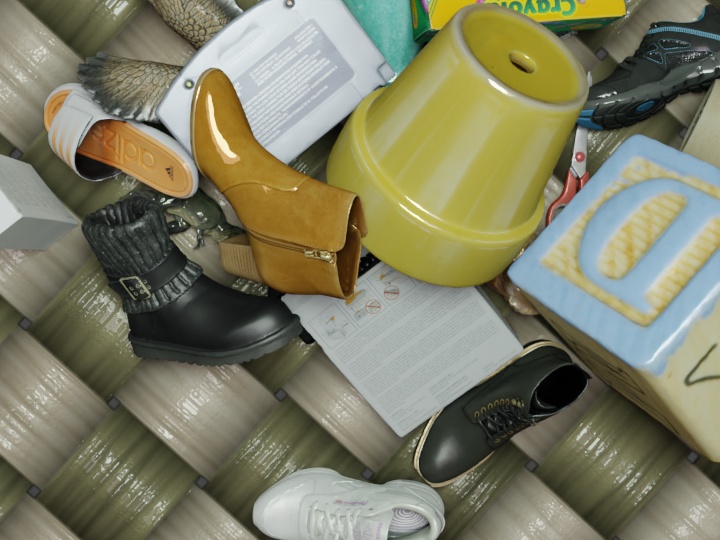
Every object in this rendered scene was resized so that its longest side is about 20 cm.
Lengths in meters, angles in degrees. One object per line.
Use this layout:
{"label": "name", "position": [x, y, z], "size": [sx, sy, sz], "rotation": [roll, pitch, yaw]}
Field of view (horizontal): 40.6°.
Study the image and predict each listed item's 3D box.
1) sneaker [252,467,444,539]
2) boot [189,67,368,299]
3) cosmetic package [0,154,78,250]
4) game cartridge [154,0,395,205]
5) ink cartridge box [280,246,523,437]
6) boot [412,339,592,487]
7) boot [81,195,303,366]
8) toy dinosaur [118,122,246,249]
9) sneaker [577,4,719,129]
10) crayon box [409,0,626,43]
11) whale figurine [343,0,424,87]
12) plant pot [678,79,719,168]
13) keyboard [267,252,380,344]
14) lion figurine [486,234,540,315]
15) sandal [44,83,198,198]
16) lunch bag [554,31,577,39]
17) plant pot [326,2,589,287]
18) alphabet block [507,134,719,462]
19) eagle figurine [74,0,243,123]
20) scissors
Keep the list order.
{"label": "sneaker", "position": [-0.011, 0.246, 0.990], "size": [0.200, 0.100, 0.075], "rotation": [-1, 93, -1]}
{"label": "boot", "position": [-0.065, -0.075, 0.836], "size": [0.144, 0.071, 0.201], "rotation": [6, 115, 30]}
{"label": "cosmetic package", "position": [-0.333, -0.064, 0.919], "size": [0.051, 0.200, 0.083], "rotation": [-40, 92, -2]}
{"label": "game cartridge", "position": [-0.083, -0.172, 0.902], "size": [0.200, 0.041, 0.133], "rotation": [-39, 109, -1]}
{"label": "ink cartridge box", "position": [0.042, 0.049, 0.978], "size": [0.162, 0.050, 0.200], "rotation": [-37, 106, 9]}
{"label": "boot", "position": [0.137, 0.148, 0.974], "size": [0.077, 0.138, 0.200], "rotation": [44, 90, -3]}
{"label": "boot", "position": [-0.166, 0.007, 0.933], "size": [0.211, 0.079, 0.158], "rotation": [-2, 114, 27]}
{"label": "toy dinosaur", "position": [-0.197, -0.067, 1.006], "size": [0.088, 0.047, 0.200], "rotation": [-40, 88, -4]}
{"label": "sneaker", "position": [0.303, -0.209, 1.016], "size": [0.200, 0.073, 0.082], "rotation": [-21, 77, -8]}
{"label": "crayon box", "position": [0.144, -0.286, 0.921], "size": [0.200, 0.058, 0.119], "rotation": [-8, 93, -13]}
{"label": "whale figurine", "position": [0.029, -0.263, 0.977], "size": [0.159, 0.104, 0.200], "rotation": [-1, 89, -3]}
{"label": "plant pot", "position": [0.428, -0.109, 0.973], "size": [0.200, 0.187, 0.188], "rotation": [25, 90, 10]}
{"label": "keyboard", "position": [0.000, 0.000, 0.988], "size": [0.200, 0.040, 0.104], "rotation": [-42, 91, 17]}
{"label": "lion figurine", "position": [0.112, -0.028, 1.012], "size": [0.200, 0.072, 0.123], "rotation": [12, 98, 12]}
{"label": "sandal", "position": [-0.249, -0.121, 0.946], "size": [0.206, 0.059, 0.079], "rotation": [25, 128, 25]}
{"label": "lunch bag", "position": [0.188, -0.337, 0.999], "size": [0.160, 0.076, 0.200], "rotation": [-8, 92, -7]}
{"label": "plant pot", "position": [0.096, -0.118, 0.854], "size": [0.201, 0.201, 0.189], "rotation": [32, 133, -3]}
{"label": "alphabet block", "position": [0.298, 0.025, 0.913], "size": [0.195, 0.196, 0.200], "rotation": [-46, 129, 0]}
{"label": "eagle figurine", "position": [-0.155, -0.203, 0.952], "size": [0.151, 0.200, 0.152], "rotation": [-29, 53, 35]}
{"label": "scissors", "position": [0.225, -0.108, 1.034], "size": [0.073, 0.014, 0.200], "rotation": [-8, 93, -1]}
